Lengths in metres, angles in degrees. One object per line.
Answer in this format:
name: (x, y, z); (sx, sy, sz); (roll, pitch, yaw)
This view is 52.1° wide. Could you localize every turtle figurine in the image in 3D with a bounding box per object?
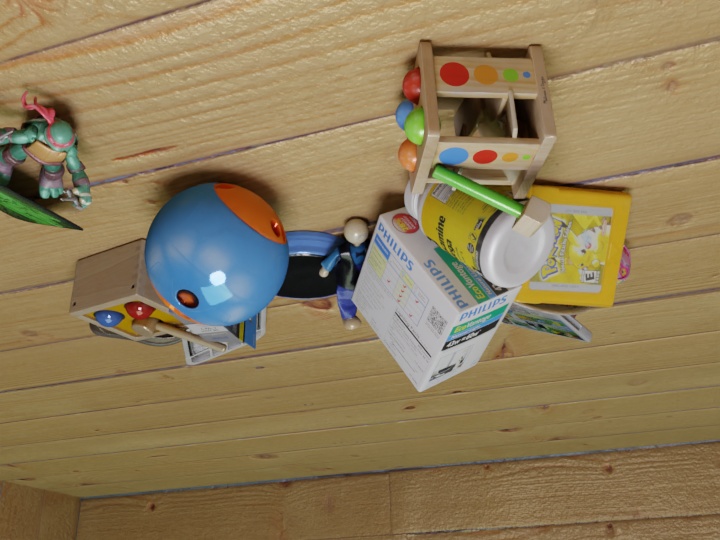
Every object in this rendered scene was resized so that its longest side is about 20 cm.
turtle figurine: (-0.389, -0.139, 0.904); (0.149, 0.101, 0.200); (36, 156, -26)

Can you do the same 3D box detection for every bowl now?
bowl: (-0.099, -0.003, 1.271); (0.199, 0.040, 0.201); (-1, 154, 0)

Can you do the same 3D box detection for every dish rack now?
dish rack: (-0.269, 0.109, 1.438); (0.171, 0.044, 0.200); (-20, 159, -18)

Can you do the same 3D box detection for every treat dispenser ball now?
treat dispenser ball: (-0.200, -0.023, 1.038); (0.199, 0.202, 0.201); (-1, 154, -1)

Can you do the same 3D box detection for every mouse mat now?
mouse mat: (-0.501, -0.102, 1.013); (0.160, 0.008, 0.200); (9, 164, 34)

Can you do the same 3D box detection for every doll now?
doll: (0.000, 0.000, 1.207); (0.136, 0.049, 0.201); (-15, 128, -12)

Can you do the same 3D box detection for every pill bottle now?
pill bottle: (0.147, -0.069, 0.962); (0.112, 0.200, 0.113); (-17, 124, -27)

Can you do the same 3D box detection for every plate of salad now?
plate of salad: (0.282, 0.012, 1.199); (0.199, 0.200, 0.048); (6, 115, -16)

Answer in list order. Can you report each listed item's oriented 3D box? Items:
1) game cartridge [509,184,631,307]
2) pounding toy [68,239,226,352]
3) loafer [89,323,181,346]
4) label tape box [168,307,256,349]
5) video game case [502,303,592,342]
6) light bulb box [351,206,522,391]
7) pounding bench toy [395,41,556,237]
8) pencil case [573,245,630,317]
game cartridge: (0.293, -0.036, 1.096); (0.199, 0.178, 0.032); (3, -167, -11)
pounding toy: (-0.358, 0.062, 1.271); (0.183, 0.143, 0.200); (-14, 151, 26)
loafer: (-0.427, 0.101, 1.428); (0.199, 0.073, 0.071); (2, 154, -9)
label tape box: (-0.240, 0.038, 1.226); (0.063, 0.145, 0.200); (-8, 154, 13)
video game case: (0.295, 0.070, 1.344); (0.199, 0.022, 0.182); (10, 162, 49)
light bulb box: (0.104, 0.034, 1.099); (0.124, 0.199, 0.201); (-20, 149, -30)
pounding bench toy: (0.123, -0.135, 0.825); (0.155, 0.201, 0.124); (0, 155, -5)
pencil case: (0.392, 0.020, 1.295); (0.087, 0.088, 0.200); (5, 155, -13)
